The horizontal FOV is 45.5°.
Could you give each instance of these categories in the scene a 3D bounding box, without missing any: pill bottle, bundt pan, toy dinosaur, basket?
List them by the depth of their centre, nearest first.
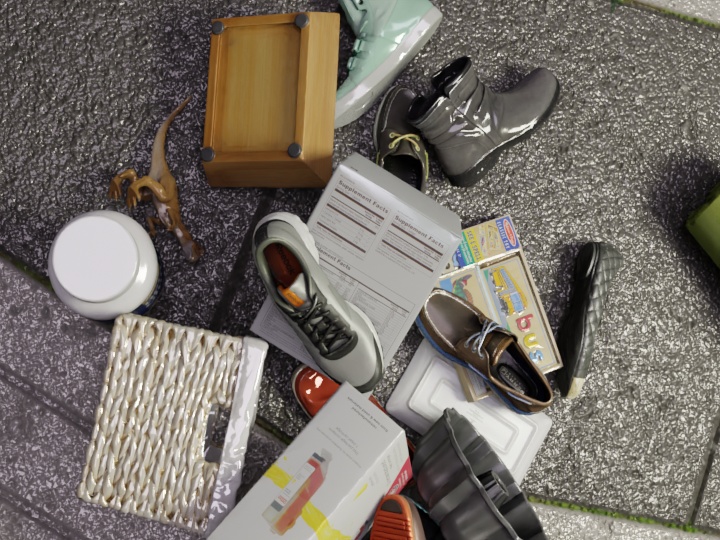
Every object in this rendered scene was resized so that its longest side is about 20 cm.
[{"bbox_3d":[-0.268,-0.002,0.913,0.108,0.200,0.114,1,85,-9],"label":"pill bottle"},{"bbox_3d":[-0.190,0.158,0.913,0.157,0.200,0.203,12,83,-6],"label":"basket"},{"bbox_3d":[0.127,0.257,0.952,0.075,0.202,0.203,-38,92,9],"label":"bundt pan"},{"bbox_3d":[-0.238,-0.103,1.010,0.105,0.060,0.205,-6,82,-48],"label":"toy dinosaur"}]

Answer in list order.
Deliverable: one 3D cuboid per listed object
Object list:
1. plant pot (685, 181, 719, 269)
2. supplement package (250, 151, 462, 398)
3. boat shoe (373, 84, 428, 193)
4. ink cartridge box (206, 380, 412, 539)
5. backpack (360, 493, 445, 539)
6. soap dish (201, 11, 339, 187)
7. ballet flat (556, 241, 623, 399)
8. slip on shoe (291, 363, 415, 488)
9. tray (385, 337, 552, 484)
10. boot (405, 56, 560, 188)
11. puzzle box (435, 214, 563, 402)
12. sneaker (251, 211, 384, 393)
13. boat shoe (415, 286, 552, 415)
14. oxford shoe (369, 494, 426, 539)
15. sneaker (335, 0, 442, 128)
[{"bbox_3d":[0.519,-0.039,1.077,0.190,0.200,0.200,44,79,10],"label":"plant pot"},{"bbox_3d":[0.000,0.000,0.947,0.149,0.152,0.202,30,103,-1],"label":"supplement package"},{"bbox_3d":[0.053,-0.133,1.052,0.070,0.061,0.206,3,84,-10],"label":"boat shoe"},{"bbox_3d":[-0.043,0.233,0.847,0.083,0.146,0.200,35,70,24],"label":"ink cartridge box"},{"bbox_3d":[0.010,0.346,0.952,0.175,0.153,0.201,41,80,0],"label":"backpack"},{"bbox_3d":[-0.107,-0.201,0.995,0.154,0.081,0.205,2,85,17],"label":"soap dish"},{"bbox_3d":[0.288,0.063,1.073,0.056,0.066,0.204,17,82,-13],"label":"ballet flat"},{"bbox_3d":[0.000,0.181,1.014,0.200,0.061,0.074,45,81,-2],"label":"slip on shoe"},{"bbox_3d":[0.137,0.179,1.057,0.198,0.022,0.109,34,81,-5],"label":"tray"},{"bbox_3d":[0.155,-0.210,1.044,0.200,0.069,0.132,-47,126,-12],"label":"boot"},{"bbox_3d":[0.159,0.045,1.060,0.131,0.025,0.204,-18,84,-17],"label":"puzzle box"},{"bbox_3d":[-0.047,0.040,0.842,0.073,0.079,0.202,-32,98,12],"label":"sneaker"},{"bbox_3d":[0.149,0.087,0.998,0.199,0.072,0.073,39,73,-4],"label":"boat shoe"},{"bbox_3d":[0.058,0.320,0.866,0.072,0.070,0.205,-11,95,-40],"label":"oxford shoe"},{"bbox_3d":[-0.005,-0.275,1.054,0.118,0.074,0.201,41,82,4],"label":"sneaker"}]
